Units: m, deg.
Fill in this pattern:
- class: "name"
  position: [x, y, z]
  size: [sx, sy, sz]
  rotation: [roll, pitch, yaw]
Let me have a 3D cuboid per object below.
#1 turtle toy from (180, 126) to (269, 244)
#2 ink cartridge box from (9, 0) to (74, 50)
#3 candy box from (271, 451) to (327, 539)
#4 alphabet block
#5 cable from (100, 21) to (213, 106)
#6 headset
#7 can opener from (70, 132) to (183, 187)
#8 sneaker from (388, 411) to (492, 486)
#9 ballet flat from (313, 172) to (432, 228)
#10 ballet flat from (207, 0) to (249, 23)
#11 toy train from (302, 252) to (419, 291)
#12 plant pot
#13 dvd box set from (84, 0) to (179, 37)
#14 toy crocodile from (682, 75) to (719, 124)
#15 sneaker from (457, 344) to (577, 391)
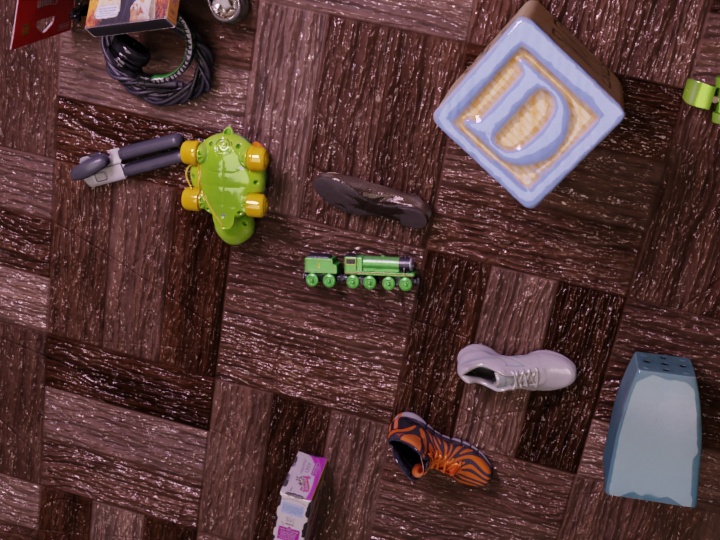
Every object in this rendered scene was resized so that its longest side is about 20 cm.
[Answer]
- class: "turtle toy"
  position: [-0.209, -0.134, 1.652]
  size: [0.143, 0.101, 0.203]
  rotation: [7, 113, 10]
- class: "ink cartridge box"
  position: [-0.452, -0.429, 1.542]
  size: [0.044, 0.200, 0.178]
  rotation: [15, 114, 5]
- class: "candy box"
  position: [-0.114, 0.448, 1.835]
  size: [0.060, 0.137, 0.203]
  rotation: [13, 114, 6]
- class: "alphabet block"
  position: [0.241, -0.240, 1.451]
  size: [0.196, 0.200, 0.195]
  rotation: [43, 115, -5]
- class: "cable"
  position: [-0.323, -0.340, 1.628]
  size: [0.199, 0.051, 0.163]
  rotation: [40, 114, -4]
- class: "headset"
  position: [-0.349, -0.365, 1.578]
  size: [0.197, 0.094, 0.125]
  rotation: [16, 113, -4]
- class: "can opener"
  position: [-0.384, -0.178, 1.695]
  size: [0.197, 0.067, 0.054]
  rotation: [-12, 109, 17]
- class: "sneaker"
  position: [0.129, 0.329, 1.744]
  size: [0.198, 0.112, 0.078]
  rotation: [27, 115, 2]
- class: "ballet flat"
  position: [0.021, -0.119, 1.639]
  size: [0.197, 0.047, 0.068]
  rotation: [16, 145, 13]
- class: "ballet flat"
  position: [-0.224, -0.471, 1.546]
  size: [0.067, 0.064, 0.202]
  rotation: [-16, 106, 19]
- class: "toy train"
  position: [0.000, 0.000, 1.690]
  size: [0.197, 0.042, 0.057]
  rotation: [2, 101, 13]
- class: "plant pot"
  position: [0.468, 0.241, 1.622]
  size: [0.139, 0.141, 0.203]
  rotation: [7, 105, 10]
- class: "dvd box set"
  position: [-0.324, -0.447, 1.512]
  size: [0.144, 0.029, 0.203]
  rotation: [0, 73, 22]
- class: "toy crocodile"
  position: [0.560, -0.247, 1.455]
  size: [0.197, 0.062, 0.069]
  rotation: [0, 111, 8]
- class: "sneaker"
  position: [0.253, 0.171, 1.674]
  size: [0.197, 0.080, 0.071]
  rotation: [3, 110, 11]
